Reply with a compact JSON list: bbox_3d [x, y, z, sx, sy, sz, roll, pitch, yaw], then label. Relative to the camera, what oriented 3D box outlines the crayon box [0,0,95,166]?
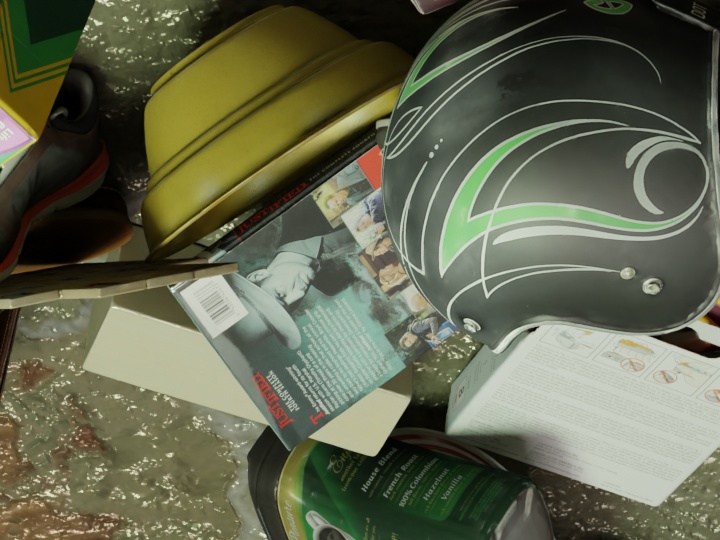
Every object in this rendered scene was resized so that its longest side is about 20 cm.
[{"bbox_3d":[-0.243,-0.090,1.416,0.200,0.173,0.058,-33,115,30],"label":"crayon box"}]

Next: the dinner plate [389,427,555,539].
[{"bbox_3d":[0.060,0.197,1.725,0.199,0.024,0.201,14,115,32],"label":"dinner plate"}]

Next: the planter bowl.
[{"bbox_3d":[-0.060,-0.092,1.439,0.200,0.200,0.084,-35,88,31],"label":"planter bowl"}]

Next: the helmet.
[{"bbox_3d":[0.104,-0.056,1.353,0.189,0.201,0.201,-2,135,14],"label":"helmet"}]

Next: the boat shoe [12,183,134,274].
[{"bbox_3d":[-0.239,-0.035,1.541,0.199,0.071,0.070,-6,153,-19],"label":"boat shoe"}]

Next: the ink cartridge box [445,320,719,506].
[{"bbox_3d":[0.167,0.067,1.619,0.162,0.057,0.200,19,138,-14],"label":"ink cartridge box"}]

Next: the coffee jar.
[{"bbox_3d":[0.023,0.159,1.659,0.199,0.085,0.105,17,143,31],"label":"coffee jar"}]

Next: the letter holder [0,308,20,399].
[{"bbox_3d":[-0.322,0.084,1.615,0.100,0.143,0.200,36,126,-28],"label":"letter holder"}]

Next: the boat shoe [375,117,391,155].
[{"bbox_3d":[0.095,-0.042,1.491,0.199,0.057,0.067,15,169,-30],"label":"boat shoe"}]

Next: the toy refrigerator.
[{"bbox_3d":[-0.070,0.047,1.612,0.199,0.076,0.070,17,133,-14],"label":"toy refrigerator"}]

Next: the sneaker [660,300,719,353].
[{"bbox_3d":[0.214,-0.022,1.529,0.090,0.075,0.201,-8,133,3],"label":"sneaker"}]

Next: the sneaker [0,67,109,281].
[{"bbox_3d":[-0.212,-0.058,1.452,0.077,0.200,0.082,18,125,16],"label":"sneaker"}]

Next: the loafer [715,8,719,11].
[{"bbox_3d":[0.159,-0.105,1.468,0.199,0.072,0.063,-4,154,15],"label":"loafer"}]

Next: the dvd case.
[{"bbox_3d":[0.000,0.000,1.532,0.200,0.022,0.146,-37,122,-2],"label":"dvd case"}]

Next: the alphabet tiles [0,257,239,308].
[{"bbox_3d":[-0.169,0.008,1.443,0.167,0.008,0.199,-11,-174,-43],"label":"alphabet tiles"}]

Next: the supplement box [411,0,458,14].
[{"bbox_3d":[0.096,-0.230,1.325,0.199,0.086,0.111,-19,131,20],"label":"supplement box"}]
